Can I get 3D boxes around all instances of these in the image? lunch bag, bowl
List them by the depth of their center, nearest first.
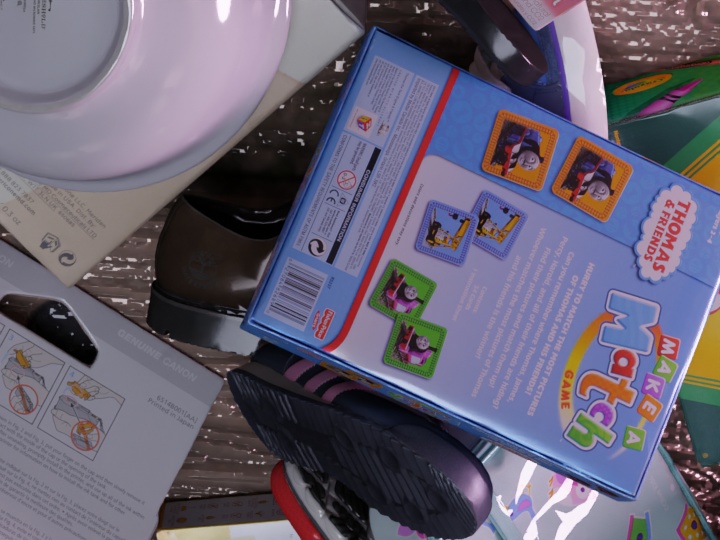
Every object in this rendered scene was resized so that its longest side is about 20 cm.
[{"bbox_3d":[-0.135,-0.126,1.156,0.199,0.090,0.203,2,104,10],"label":"bowl"},{"bbox_3d":[0.100,0.152,1.330,0.077,0.160,0.201,0,129,51],"label":"lunch bag"}]

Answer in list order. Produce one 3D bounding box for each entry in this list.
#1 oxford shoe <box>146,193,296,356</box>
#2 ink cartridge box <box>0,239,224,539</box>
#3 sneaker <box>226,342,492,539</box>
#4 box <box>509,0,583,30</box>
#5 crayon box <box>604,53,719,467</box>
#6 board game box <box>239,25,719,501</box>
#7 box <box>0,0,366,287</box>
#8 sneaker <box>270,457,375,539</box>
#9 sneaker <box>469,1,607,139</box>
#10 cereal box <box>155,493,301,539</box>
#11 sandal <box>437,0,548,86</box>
[{"bbox_3d":[0.000,0.000,1.236,0.198,0.073,0.085,7,106,-3],"label":"oxford shoe"},{"bbox_3d":[-0.193,0.084,1.333,0.199,0.177,0.045,33,152,-13],"label":"ink cartridge box"},{"bbox_3d":[0.014,0.066,1.267,0.082,0.200,0.071,-35,123,-22],"label":"sneaker"},{"bbox_3d":[0.058,-0.221,1.127,0.094,0.103,0.200,-30,112,30],"label":"box"},{"bbox_3d":[0.202,-0.011,1.309,0.118,0.058,0.201,-15,113,8],"label":"crayon box"},{"bbox_3d":[0.064,-0.002,1.202,0.199,0.037,0.152,25,79,-6],"label":"board game box"},{"bbox_3d":[-0.094,-0.095,1.258,0.200,0.095,0.078,-39,109,18],"label":"box"},{"bbox_3d":[-0.002,0.186,1.353,0.084,0.077,0.201,-25,108,16],"label":"sneaker"},{"bbox_3d":[0.046,-0.054,1.279,0.145,0.081,0.201,-6,120,-1],"label":"sneaker"},{"bbox_3d":[-0.005,0.189,1.414,0.198,0.040,0.145,-4,112,2],"label":"cereal box"},{"bbox_3d":[0.027,-0.173,1.209,0.045,0.075,0.200,-44,84,17],"label":"sandal"}]
